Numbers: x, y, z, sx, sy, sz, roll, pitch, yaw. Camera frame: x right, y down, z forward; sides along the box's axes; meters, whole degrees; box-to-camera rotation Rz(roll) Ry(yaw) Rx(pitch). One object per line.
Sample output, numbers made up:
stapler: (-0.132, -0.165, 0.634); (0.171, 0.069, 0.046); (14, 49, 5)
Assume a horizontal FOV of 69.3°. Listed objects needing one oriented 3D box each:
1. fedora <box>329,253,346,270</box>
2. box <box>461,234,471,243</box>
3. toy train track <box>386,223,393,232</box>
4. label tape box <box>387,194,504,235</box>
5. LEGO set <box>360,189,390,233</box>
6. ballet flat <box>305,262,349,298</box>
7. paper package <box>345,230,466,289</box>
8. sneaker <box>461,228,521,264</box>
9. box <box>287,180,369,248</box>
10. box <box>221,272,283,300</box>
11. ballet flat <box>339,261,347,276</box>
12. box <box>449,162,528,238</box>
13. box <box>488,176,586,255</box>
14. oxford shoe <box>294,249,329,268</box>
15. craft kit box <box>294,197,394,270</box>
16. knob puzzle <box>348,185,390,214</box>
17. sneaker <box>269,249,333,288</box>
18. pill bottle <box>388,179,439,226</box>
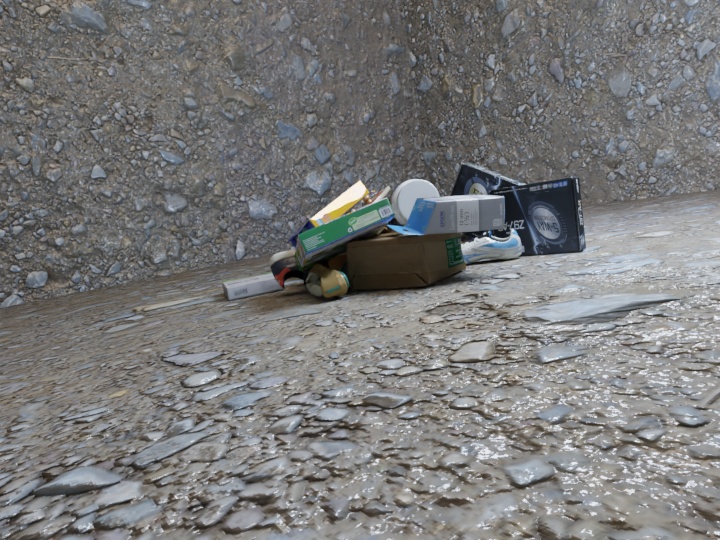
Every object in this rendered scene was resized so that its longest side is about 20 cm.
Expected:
fedora: (-0.076, -0.036, 1.523); (0.198, 0.083, 0.201); (-9, 6, 1)
box: (0.230, -0.075, 1.423); (0.197, 0.042, 0.119); (-9, 22, 21)
toy train track: (0.077, -0.042, 1.291); (0.032, 0.116, 0.200); (-7, -17, -35)
label tape box: (0.162, -0.112, 1.022); (0.197, 0.067, 0.143); (-3, 11, -9)
LEGO set: (0.044, -0.122, 1.385); (0.199, 0.116, 0.154); (38, 66, 25)
ballet flat: (-0.085, 0.023, 1.094); (0.063, 0.069, 0.200); (-28, 10, -17)
paper package: (0.100, -0.029, 1.098); (0.189, 0.105, 0.199); (-3, 8, 35)
sneaker: (0.271, -0.053, 1.212); (0.197, 0.074, 0.072); (-9, 7, 18)
box: (-0.076, -0.115, 1.163); (0.200, 0.042, 0.119); (-45, 6, -34)
box: (-0.289, 0.040, 1.383); (0.142, 0.037, 0.200); (-11, 8, -17)
ballet flat: (0.000, 0.000, 1.253); (0.063, 0.068, 0.200); (20, 12, 8)
box: (0.328, -0.160, 1.318); (0.198, 0.166, 0.086); (27, 21, 20)
box: (0.400, -0.118, 1.190); (0.198, 0.163, 0.043); (-3, 7, 41)
oxford shoe: (-0.113, 0.002, 1.312); (0.071, 0.073, 0.200); (-32, 31, -8)
craft kit box: (-0.040, -0.071, 1.103); (0.198, 0.049, 0.198); (-24, -8, -13)
knob puzzle: (-0.007, -0.143, 1.270); (0.219, 0.031, 0.220); (-42, 8, 7)
sneaker: (-0.109, -0.014, 1.219); (0.198, 0.085, 0.075); (-19, -17, -9)
pill bottle: (0.124, -0.153, 1.232); (0.112, 0.116, 0.200); (-9, 2, -2)
